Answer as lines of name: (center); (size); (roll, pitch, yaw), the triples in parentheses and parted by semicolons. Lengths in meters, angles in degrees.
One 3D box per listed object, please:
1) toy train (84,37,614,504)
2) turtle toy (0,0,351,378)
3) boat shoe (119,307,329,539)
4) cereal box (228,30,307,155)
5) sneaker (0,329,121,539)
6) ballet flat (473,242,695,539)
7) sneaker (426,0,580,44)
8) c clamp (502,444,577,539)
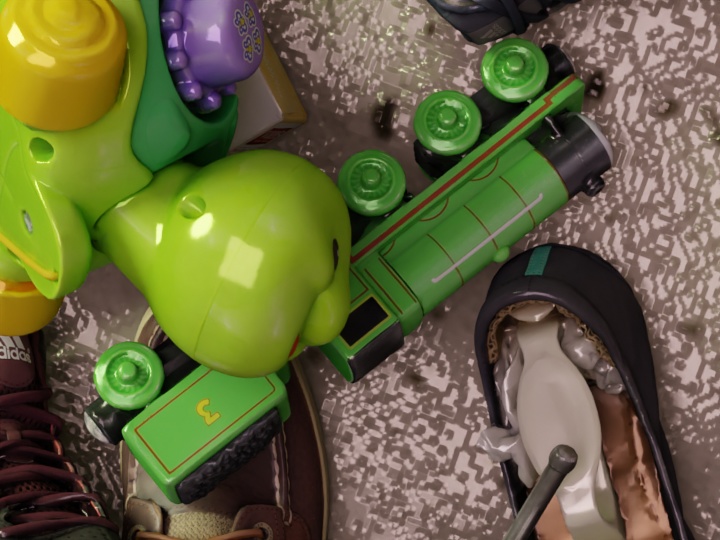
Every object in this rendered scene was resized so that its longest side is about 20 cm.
toy train: (0.000, 0.000, 0.810); (0.200, 0.042, 0.056); (-38, 74, -9)
turtle toy: (-0.076, -0.050, 0.767); (0.101, 0.146, 0.200); (-16, 62, -26)
boat shoe: (-0.047, 0.106, 0.836); (0.072, 0.072, 0.201); (1, 94, 0)
cereal box: (-0.137, -0.069, 0.874); (0.200, 0.040, 0.144); (-29, 85, 13)
sneaker: (-0.119, 0.062, 0.817); (0.200, 0.076, 0.116); (0, 80, 58)
ballet flat: (0.077, 0.090, 0.813); (0.073, 0.073, 0.201); (-14, 89, 14)
sneaker: (0.063, -0.108, 0.797); (0.200, 0.074, 0.081); (14, 88, 27)
c clamp: (-0.040, 0.131, 0.758); (0.027, 0.200, 0.171); (46, 130, 37)
